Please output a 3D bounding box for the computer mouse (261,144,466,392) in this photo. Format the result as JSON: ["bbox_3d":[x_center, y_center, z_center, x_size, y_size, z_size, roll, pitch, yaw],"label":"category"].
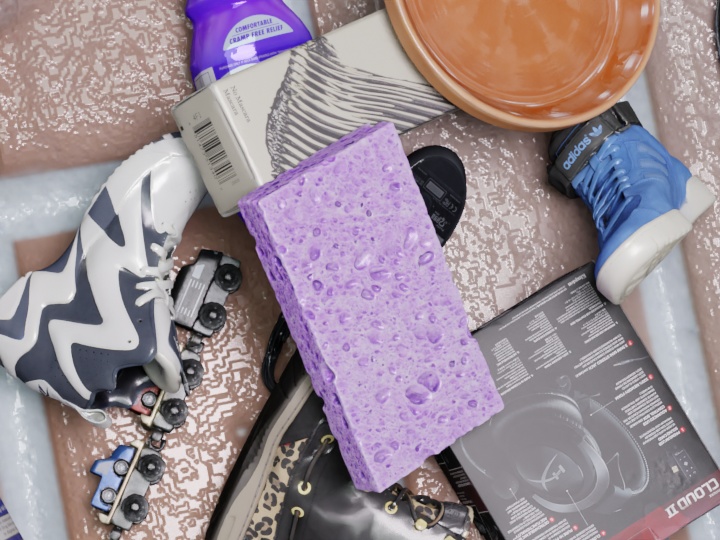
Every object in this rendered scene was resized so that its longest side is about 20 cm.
[{"bbox_3d":[0.000,0.000,1.776,0.059,0.034,0.200,42,84,-19],"label":"computer mouse"}]

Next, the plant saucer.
[{"bbox_3d":[0.100,-0.186,1.721,0.200,0.032,0.201,7,75,-26],"label":"plant saucer"}]

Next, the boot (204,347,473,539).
[{"bbox_3d":[0.003,0.130,1.718,0.150,0.073,0.200,27,102,-7],"label":"boot"}]

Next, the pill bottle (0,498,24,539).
[{"bbox_3d":[-0.298,0.129,1.667,0.119,0.120,0.200,-28,88,-10],"label":"pill bottle"}]

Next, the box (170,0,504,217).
[{"bbox_3d":[-0.013,-0.110,1.702,0.200,0.068,0.082,-28,92,-30],"label":"box"}]

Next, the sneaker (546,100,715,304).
[{"bbox_3d":[0.160,-0.051,1.729,0.111,0.200,0.077,44,114,3],"label":"sneaker"}]

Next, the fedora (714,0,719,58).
[{"bbox_3d":[0.339,-0.179,1.810,0.200,0.092,0.201,1,84,-9],"label":"fedora"}]

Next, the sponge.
[{"bbox_3d":[0.008,0.022,1.650,0.111,0.030,0.201,-31,107,-31],"label":"sponge"}]

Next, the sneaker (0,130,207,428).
[{"bbox_3d":[-0.131,0.015,1.705,0.199,0.080,0.130,-44,70,-10],"label":"sneaker"}]

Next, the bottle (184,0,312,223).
[{"bbox_3d":[-0.068,-0.131,1.758,0.083,0.065,0.201,-16,86,-16],"label":"bottle"}]

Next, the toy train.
[{"bbox_3d":[-0.130,0.079,1.742,0.046,0.034,0.201,22,81,-2],"label":"toy train"}]

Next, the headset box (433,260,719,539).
[{"bbox_3d":[0.136,0.118,1.755,0.149,0.077,0.200,-32,90,-10],"label":"headset box"}]
